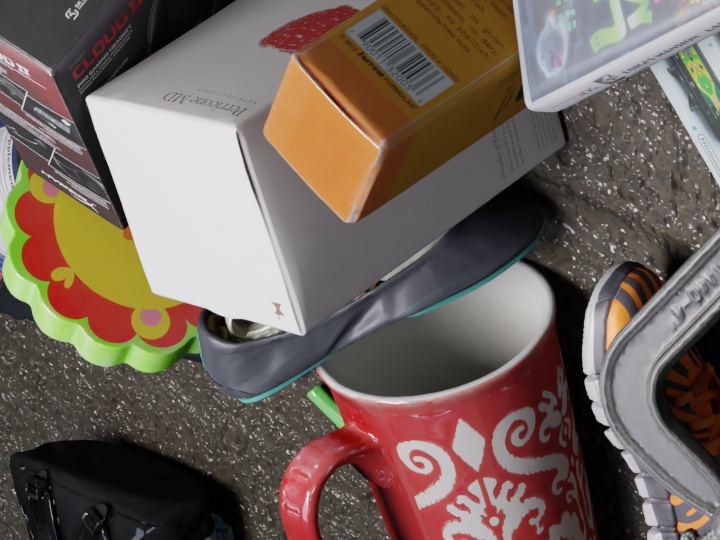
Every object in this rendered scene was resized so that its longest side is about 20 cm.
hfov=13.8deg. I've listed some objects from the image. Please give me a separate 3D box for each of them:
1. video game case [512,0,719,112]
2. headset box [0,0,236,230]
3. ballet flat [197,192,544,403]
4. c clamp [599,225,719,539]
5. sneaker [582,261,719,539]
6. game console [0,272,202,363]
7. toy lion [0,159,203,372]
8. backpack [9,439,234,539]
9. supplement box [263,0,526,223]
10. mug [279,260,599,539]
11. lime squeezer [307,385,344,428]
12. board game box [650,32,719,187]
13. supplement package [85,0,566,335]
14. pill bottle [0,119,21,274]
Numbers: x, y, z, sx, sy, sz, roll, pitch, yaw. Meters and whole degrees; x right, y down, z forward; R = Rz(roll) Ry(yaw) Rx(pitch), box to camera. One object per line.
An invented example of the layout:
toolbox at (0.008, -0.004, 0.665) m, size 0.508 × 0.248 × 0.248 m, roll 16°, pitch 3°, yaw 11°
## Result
video game case at (0.117, -0.189, 1.289) m, size 0.182 × 0.023 × 0.201 m, roll -25°, pitch 68°, yaw 56°
headset box at (-0.123, -0.135, 1.524) m, size 0.077 × 0.149 × 0.200 m, roll 32°, pitch 163°, yaw 19°
ballet flat at (0.000, 0.000, 1.565) m, size 0.073 × 0.199 × 0.073 m, roll 60°, pitch -173°, yaw -12°
c clamp at (0.205, 0.066, 1.444) m, size 0.171 × 0.027 × 0.200 m, roll 42°, pitch 119°, yaw 13°
sneaker at (0.189, 0.083, 1.510) m, size 0.112 × 0.078 × 0.201 m, roll 2°, pitch 126°, yaw 42°
game console at (-0.106, 0.009, 1.748) m, size 0.199 × 0.031 × 0.177 m, roll 15°, pitch 148°, yaw -14°
toy lion at (-0.119, -0.050, 1.637) m, size 0.201 × 0.191 × 0.069 m, roll 58°, pitch 157°, yaw 14°
backpack at (-0.152, 0.224, 2.031) m, size 0.163 × 0.153 × 0.201 m, roll 18°, pitch 111°, yaw 41°
supplement box at (0.050, -0.105, 1.383) m, size 0.069 × 0.200 × 0.067 m, roll 47°, pitch 147°, yaw 16°
mug at (0.044, 0.115, 1.639) m, size 0.134 × 0.177 × 0.201 m, roll -112°, pitch 3°, yaw -57°
lime squeezer at (0.034, 0.149, 1.795) m, size 0.200 × 0.038 × 0.071 m, roll 52°, pitch 148°, yaw 2°
board game box at (0.199, -0.132, 1.295) m, size 0.148 × 0.064 × 0.200 m, roll 58°, pitch 147°, yaw -6°
supplement package at (-0.015, -0.076, 1.497) m, size 0.121 × 0.200 × 0.120 m, roll 14°, pitch 131°, yaw 45°
pill bottle at (-0.173, -0.060, 1.803) m, size 0.200 × 0.112 × 0.112 m, roll -13°, pitch 109°, yaw 56°
